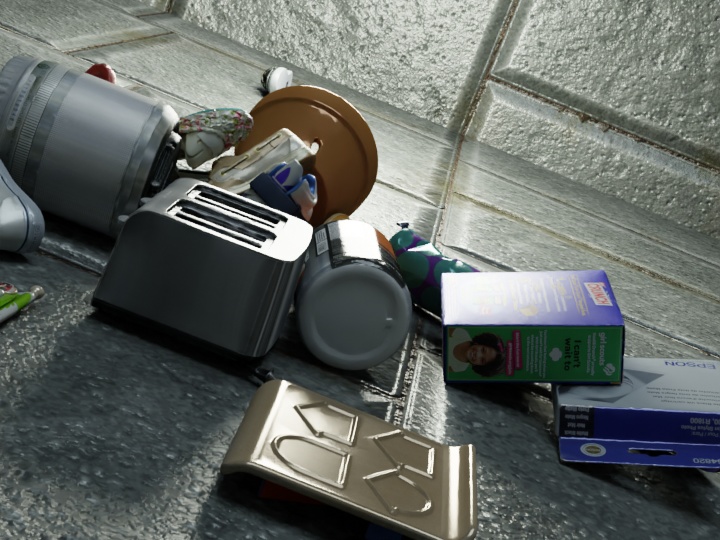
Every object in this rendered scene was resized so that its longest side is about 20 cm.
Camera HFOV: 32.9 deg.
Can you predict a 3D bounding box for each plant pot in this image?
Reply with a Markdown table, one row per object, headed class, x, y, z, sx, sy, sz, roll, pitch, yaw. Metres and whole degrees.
| class | x | y | z | sx | sy | sz | roll | pitch | yaw |
| --- | --- | --- | --- | --- | --- | --- | --- | --- | --- |
| plant pot | -0.087 | -0.129 | 1.625 | 0.199 | 0.201 | 0.140 | 23 | 31 | 3 |

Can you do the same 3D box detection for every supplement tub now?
| class | x | y | z | sx | sy | sz | roll | pitch | yaw |
| --- | --- | --- | --- | --- | --- | --- | --- | --- | --- |
| supplement tub | -0.013 | 0.018 | 1.320 | 0.122 | 0.123 | 0.200 | 19 | 15 | -10 |

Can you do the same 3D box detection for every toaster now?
| class | x | y | z | sx | sy | sz | roll | pitch | yaw |
| --- | --- | --- | --- | --- | --- | --- | --- | --- | --- |
| toaster | -0.143 | 0.001 | 1.197 | 0.199 | 0.119 | 0.181 | 21 | 16 | 0 |

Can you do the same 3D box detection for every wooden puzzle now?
| class | x | y | z | sx | sy | sz | roll | pitch | yaw |
| --- | --- | --- | --- | --- | --- | --- | --- | --- | --- |
| wooden puzzle | -0.006 | 0.163 | 0.991 | 0.199 | 0.047 | 0.185 | 17 | 15 | 0 |

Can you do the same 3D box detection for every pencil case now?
| class | x | y | z | sx | sy | sz | roll | pitch | yaw |
| --- | --- | --- | --- | --- | --- | --- | --- | --- | --- |
| pencil case | 0.114 | 0.018 | 1.567 | 0.199 | 0.086 | 0.092 | 31 | 35 | 28 |

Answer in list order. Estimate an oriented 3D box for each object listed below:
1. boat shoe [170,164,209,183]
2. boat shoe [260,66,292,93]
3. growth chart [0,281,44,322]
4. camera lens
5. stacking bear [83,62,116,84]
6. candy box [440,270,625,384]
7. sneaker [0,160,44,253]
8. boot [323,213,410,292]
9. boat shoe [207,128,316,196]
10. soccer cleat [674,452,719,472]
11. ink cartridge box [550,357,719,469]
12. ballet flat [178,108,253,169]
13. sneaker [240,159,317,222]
| class | x | y | z | sx | sy | sz | roll | pitch | yaw |
| --- | --- | --- | --- | --- | --- | --- | --- | --- | --- |
| boat shoe | -0.257 | -0.112 | 1.533 | 0.199 | 0.064 | 0.071 | 5 | 22 | -44 |
| boat shoe | -0.191 | -0.416 | 2.680 | 0.056 | 0.069 | 0.200 | 14 | 9 | 2 |
| growth chart | -0.385 | 0.007 | 1.038 | 0.199 | 0.018 | 0.145 | 21 | 16 | -2 |
| camera lens | -0.309 | -0.135 | 1.352 | 0.199 | 0.161 | 0.160 | 21 | 15 | -5 |
| stacking bear | -0.315 | -0.188 | 1.635 | 0.121 | 0.115 | 0.200 | -4 | -11 | 31 |
| candy box | 0.192 | 0.062 | 1.397 | 0.198 | 0.078 | 0.169 | -2 | 20 | 4 |
| sneaker | -0.395 | -0.084 | 1.227 | 0.200 | 0.073 | 0.071 | 34 | 16 | 36 |
| boot | 0.000 | 0.000 | 1.530 | 0.143 | 0.071 | 0.201 | 30 | 19 | 7 |
| boat shoe | -0.152 | -0.109 | 1.490 | 0.199 | 0.074 | 0.069 | -30 | 69 | -21 |
| soccer cleat | 0.339 | 0.174 | 1.414 | 0.073 | 0.069 | 0.200 | -13 | 34 | -27 |
| ink cartridge box | 0.308 | 0.148 | 1.323 | 0.198 | 0.041 | 0.200 | 2 | 20 | 5 |
| ballet flat | -0.226 | -0.148 | 1.472 | 0.198 | 0.076 | 0.064 | -8 | 55 | -2 |
| sneaker | -0.130 | -0.074 | 1.403 | 0.081 | 0.147 | 0.200 | 44 | 22 | 27 |
